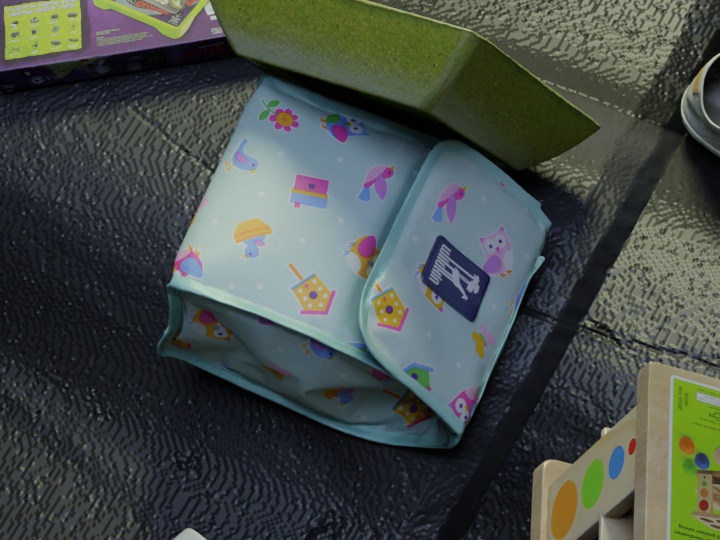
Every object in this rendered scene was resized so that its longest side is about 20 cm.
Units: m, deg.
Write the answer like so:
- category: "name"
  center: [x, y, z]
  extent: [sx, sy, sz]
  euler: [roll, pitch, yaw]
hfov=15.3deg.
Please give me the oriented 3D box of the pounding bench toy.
- category: "pounding bench toy"
  center: [0.207, 0.160, 1.450]
  extent: [0.199, 0.156, 0.125]
  euler: [15, 57, -17]

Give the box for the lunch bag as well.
- category: "lunch bag"
  center: [0.000, 0.000, 1.595]
  extent: [0.199, 0.122, 0.171]
  euler: [21, 59, 5]

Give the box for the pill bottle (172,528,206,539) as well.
- category: "pill bottle"
  center: [-0.148, 0.235, 1.485]
  extent: [0.200, 0.104, 0.104]
  euler: [-40, 60, -15]

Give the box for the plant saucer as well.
- category: "plant saucer"
  center: [0.019, -0.116, 1.616]
  extent: [0.199, 0.200, 0.048]
  euler: [19, 86, 30]

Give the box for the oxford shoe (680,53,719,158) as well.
- category: "oxford shoe"
  center: [0.279, -0.072, 1.622]
  extent: [0.200, 0.058, 0.075]
  euler: [33, 67, 24]

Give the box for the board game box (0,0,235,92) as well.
- category: "board game box"
  center: [-0.149, -0.188, 1.789]
  extent: [0.199, 0.032, 0.121]
  euler: [-8, 62, 5]
